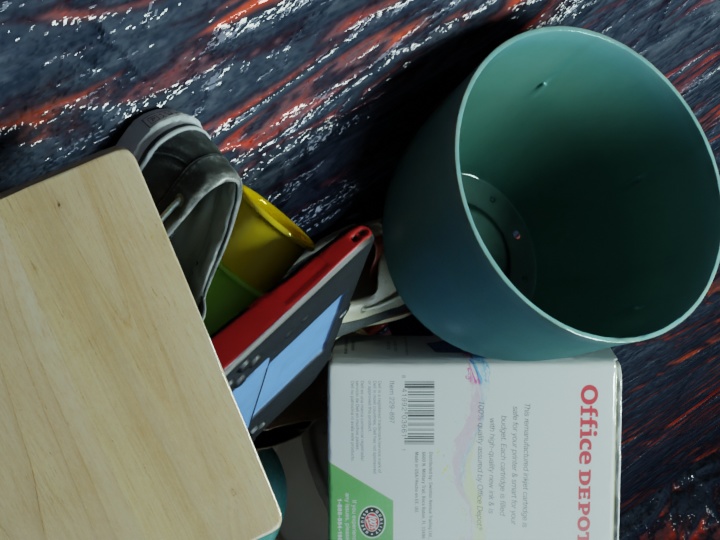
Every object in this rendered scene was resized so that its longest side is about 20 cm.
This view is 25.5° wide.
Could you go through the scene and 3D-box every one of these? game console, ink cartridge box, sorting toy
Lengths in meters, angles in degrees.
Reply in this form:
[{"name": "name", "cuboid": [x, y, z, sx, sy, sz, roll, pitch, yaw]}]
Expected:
[{"name": "game console", "cuboid": [-0.068, 0.071, 0.951, 0.176, 0.031, 0.200, -38, 166, -25]}, {"name": "ink cartridge box", "cuboid": [0.077, 0.124, 1.106, 0.198, 0.147, 0.088, 0, -170, 1]}, {"name": "sorting toy", "cuboid": [-0.167, 0.067, 0.766, 0.197, 0.202, 0.070, -23, -165, -9]}]

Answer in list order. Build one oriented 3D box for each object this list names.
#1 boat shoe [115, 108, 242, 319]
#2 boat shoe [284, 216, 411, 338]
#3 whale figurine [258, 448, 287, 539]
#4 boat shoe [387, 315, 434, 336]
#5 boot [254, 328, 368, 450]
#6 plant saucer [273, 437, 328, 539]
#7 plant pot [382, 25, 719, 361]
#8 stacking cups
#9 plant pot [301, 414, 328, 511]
[{"name": "boat shoe", "cuboid": [-0.118, 0.016, 0.836, 0.072, 0.071, 0.201, -9, 131, -41]}, {"name": "boat shoe", "cuboid": [0.000, 0.000, 1.091, 0.199, 0.071, 0.063, -26, 155, -21]}, {"name": "whale figurine", "cuboid": [-0.137, 0.202, 1.235, 0.200, 0.104, 0.159, -42, 163, 34]}, {"name": "boat shoe", "cuboid": [0.074, 0.003, 1.241, 0.072, 0.072, 0.200, -35, 171, -23]}, {"name": "boot", "cuboid": [-0.047, 0.089, 1.194, 0.199, 0.076, 0.074, -13, 146, -55]}, {"name": "plant saucer", "cuboid": [0.001, 0.182, 1.358, 0.199, 0.201, 0.029, -30, -167, -23]}, {"name": "plant pot", "cuboid": [0.105, -0.033, 1.027, 0.200, 0.202, 0.161, -26, 178, -33]}, {"name": "stacking cups", "cuboid": [-0.113, 0.043, 0.944, 0.200, 0.060, 0.060, -49, 160, 4]}, {"name": "plant pot", "cuboid": [0.085, 0.137, 1.235, 0.183, 0.201, 0.200, -35, 163, 16]}]
